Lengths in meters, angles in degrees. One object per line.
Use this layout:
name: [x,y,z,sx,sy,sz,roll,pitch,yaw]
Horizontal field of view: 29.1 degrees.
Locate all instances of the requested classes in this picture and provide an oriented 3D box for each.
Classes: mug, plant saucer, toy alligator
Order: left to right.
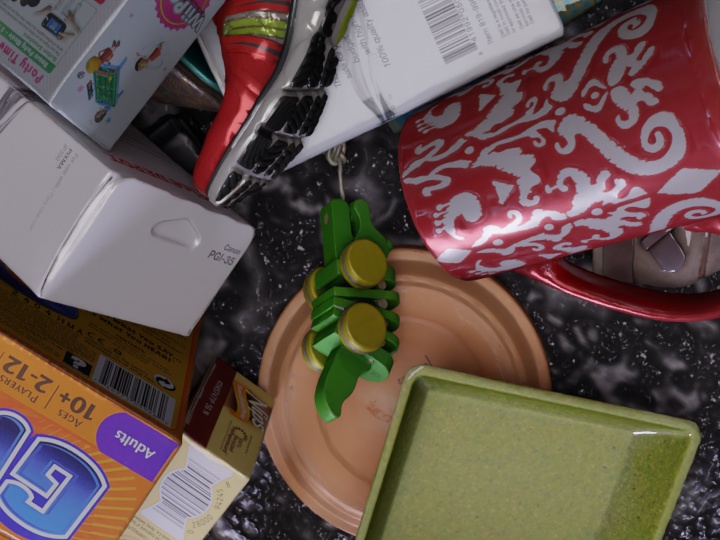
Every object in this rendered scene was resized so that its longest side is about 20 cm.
toy alligator: [0.000,0.000,0.875,0.054,0.059,0.203,14,64,-28]
plant saucer: [0.029,0.085,0.919,0.197,0.032,0.204,1,99,4]
plant saucer: [0.092,0.159,0.889,0.197,0.048,0.203,12,108,-14]
mug: [0.135,-0.052,0.790,0.198,0.133,0.180,-18,78,29]

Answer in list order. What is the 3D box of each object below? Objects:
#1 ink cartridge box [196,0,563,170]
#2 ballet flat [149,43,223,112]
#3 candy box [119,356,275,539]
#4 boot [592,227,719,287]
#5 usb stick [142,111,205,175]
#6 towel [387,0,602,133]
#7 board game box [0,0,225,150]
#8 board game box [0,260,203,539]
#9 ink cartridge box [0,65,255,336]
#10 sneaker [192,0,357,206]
ink cartridge box: [0.003,-0.164,0.834,0.198,0.083,0.148,-24,95,7]
ballet flat: [-0.164,-0.155,0.886,0.200,0.068,0.067,46,104,7]
candy box: [-0.137,0.164,0.888,0.055,0.116,0.201,36,108,-7]
boot: [0.191,-0.092,0.863,0.144,0.070,0.203,-12,86,18]
usb stick: [-0.180,-0.029,0.920,0.199,0.033,0.056,-36,101,9]
towel: [0.066,-0.199,0.877,0.199,0.022,0.148,-33,95,8]
board game box: [-0.132,-0.191,0.742,0.147,0.064,0.201,38,89,29]
board game box: [-0.233,0.087,0.833,0.199,0.200,0.201,32,105,-12]
ink cartridge box: [-0.180,-0.058,0.816,0.199,0.146,0.083,39,98,29]
sneaker: [-0.054,-0.135,0.772,0.084,0.077,0.202,22,90,14]
